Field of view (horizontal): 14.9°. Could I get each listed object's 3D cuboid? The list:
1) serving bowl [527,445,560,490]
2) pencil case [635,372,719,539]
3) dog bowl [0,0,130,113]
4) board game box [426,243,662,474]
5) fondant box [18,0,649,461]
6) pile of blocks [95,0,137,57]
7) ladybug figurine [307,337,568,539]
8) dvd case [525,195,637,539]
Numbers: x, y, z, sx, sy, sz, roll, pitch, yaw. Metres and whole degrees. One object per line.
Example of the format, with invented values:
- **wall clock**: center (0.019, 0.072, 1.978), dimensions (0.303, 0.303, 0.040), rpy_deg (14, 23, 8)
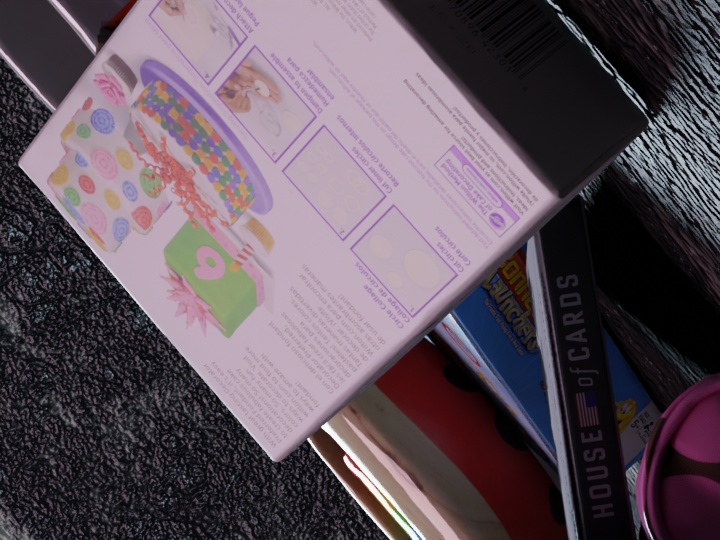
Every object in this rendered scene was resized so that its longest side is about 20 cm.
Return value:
- **serving bowl**: center (0.068, 0.066, 1.507), dimensions (0.200, 0.066, 0.200), rpy_deg (42, -176, -3)
- **pencil case**: center (0.150, 0.102, 1.034), dimensions (0.093, 0.091, 0.200), rpy_deg (26, 172, 12)
- **dog bowl**: center (-0.123, -0.119, 1.215), dimensions (0.200, 0.059, 0.200), rpy_deg (45, 167, 13)
- **board game box**: center (0.039, -0.010, 1.315), dimensions (0.200, 0.056, 0.196), rpy_deg (44, 174, 46)
- **fondant box**: center (-0.016, -0.042, 0.923), dimensions (0.144, 0.058, 0.200), rpy_deg (49, 138, 3)
- **pile of blocks**: center (-0.012, -0.076, 1.032), dimensions (0.199, 0.063, 0.082), rpy_deg (12, -162, 16)
- **ladybug figurine**: center (0.037, 0.096, 1.352), dimensions (0.200, 0.072, 0.136), rpy_deg (49, 169, 12)
- **dvd case**: center (0.088, 0.058, 1.097), dimensions (0.200, 0.025, 0.151), rpy_deg (69, -167, -83)
